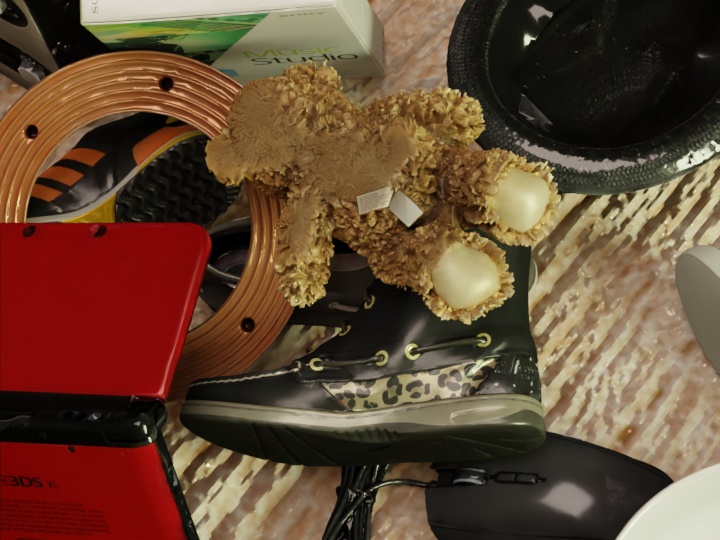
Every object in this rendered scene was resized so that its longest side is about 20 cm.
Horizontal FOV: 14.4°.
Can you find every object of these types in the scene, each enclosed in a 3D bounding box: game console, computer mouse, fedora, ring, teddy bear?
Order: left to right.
[{"bbox_3d":[-0.164,0.076,1.566,0.199,0.173,0.119,1,32,32],"label":"game console"},{"bbox_3d":[-0.125,-0.024,1.609,0.199,0.019,0.201,0,93,6],"label":"ring"},{"bbox_3d":[0.014,-0.040,1.530,0.199,0.067,0.146,8,73,25],"label":"teddy bear"},{"bbox_3d":[0.069,0.144,1.553,0.199,0.046,0.141,14,67,15],"label":"computer mouse"},{"bbox_3d":[0.147,-0.108,1.634,0.200,0.092,0.201,-2,60,3],"label":"fedora"}]

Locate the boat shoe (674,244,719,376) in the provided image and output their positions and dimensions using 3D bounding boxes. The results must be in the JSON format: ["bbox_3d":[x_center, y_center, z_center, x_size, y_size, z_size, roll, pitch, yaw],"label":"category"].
[{"bbox_3d":[0.252,0.055,1.559,0.064,0.071,0.200,-28,61,-23],"label":"boat shoe"}]

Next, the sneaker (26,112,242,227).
[{"bbox_3d":[-0.164,-0.037,1.678,0.200,0.070,0.090,-27,33,6],"label":"sneaker"}]

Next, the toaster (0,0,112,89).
[{"bbox_3d":[-0.174,-0.220,1.692,0.118,0.181,0.200,27,72,21],"label":"toaster"}]

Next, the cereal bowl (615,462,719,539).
[{"bbox_3d":[0.219,0.201,1.481,0.199,0.083,0.201,-3,65,7],"label":"cereal bowl"}]

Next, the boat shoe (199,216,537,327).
[{"bbox_3d":[0.000,0.000,1.627,0.199,0.057,0.067,-1,64,9],"label":"boat shoe"}]

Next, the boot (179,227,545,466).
[{"bbox_3d":[0.005,0.026,1.570,0.203,0.074,0.154,-1,69,14],"label":"boot"}]

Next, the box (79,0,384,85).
[{"bbox_3d":[-0.069,-0.141,1.628,0.144,0.200,0.037,-3,81,8],"label":"box"}]
